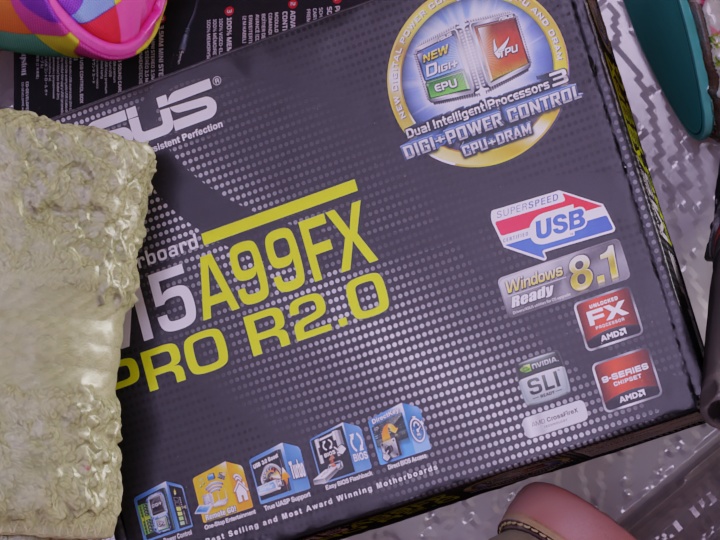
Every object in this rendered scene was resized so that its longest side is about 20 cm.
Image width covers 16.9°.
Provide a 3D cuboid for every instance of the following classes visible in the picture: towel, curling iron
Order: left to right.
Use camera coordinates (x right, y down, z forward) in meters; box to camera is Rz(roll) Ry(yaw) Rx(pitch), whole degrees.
[{"bbox_3d":[-0.168,0.010,0.764,0.199,0.036,0.149,7,82,-6],"label":"towel"},{"bbox_3d":[0.123,0.003,0.768,0.025,0.200,0.050,9,112,6],"label":"curling iron"}]

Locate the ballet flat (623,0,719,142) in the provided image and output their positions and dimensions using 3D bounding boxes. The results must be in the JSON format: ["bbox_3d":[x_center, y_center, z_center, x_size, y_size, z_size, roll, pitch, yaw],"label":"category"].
[{"bbox_3d":[0.106,-0.144,0.855,0.064,0.076,0.201,-23,77,-9],"label":"ballet flat"}]

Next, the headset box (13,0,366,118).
[{"bbox_3d":[-0.019,-0.022,0.861,0.199,0.075,0.150,-6,79,15],"label":"headset box"}]

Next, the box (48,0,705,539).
[{"bbox_3d":[0.000,0.000,0.789,0.199,0.044,0.161,-18,78,13],"label":"box"}]

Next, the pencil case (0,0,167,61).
[{"bbox_3d":[-0.154,-0.124,0.848,0.199,0.088,0.089,8,81,34],"label":"pencil case"}]

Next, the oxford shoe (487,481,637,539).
[{"bbox_3d":[0.106,0.158,0.764,0.200,0.071,0.074,40,68,16],"label":"oxford shoe"}]
